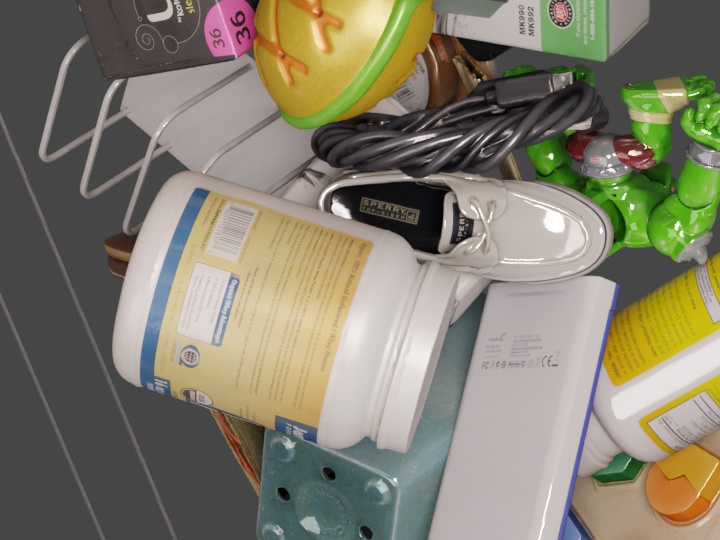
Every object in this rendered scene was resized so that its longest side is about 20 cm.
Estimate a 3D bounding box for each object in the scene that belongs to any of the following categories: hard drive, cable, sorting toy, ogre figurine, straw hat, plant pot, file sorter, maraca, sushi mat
[{"bbox_3d":[0.109,0.106,1.466,0.025,0.202,0.132,21,167,-29],"label":"hard drive"},{"bbox_3d":[0.060,-0.085,1.391,0.198,0.163,0.051,-8,104,17],"label":"cable"},{"bbox_3d":[0.187,0.176,1.528,0.200,0.036,0.186,31,89,47],"label":"sorting toy"},{"bbox_3d":[0.177,-0.073,1.470,0.198,0.098,0.121,6,111,25],"label":"ogre figurine"},{"bbox_3d":[-0.080,0.097,1.739,0.202,0.085,0.201,60,172,14],"label":"straw hat"},{"bbox_3d":[0.023,0.134,1.622,0.195,0.200,0.197,22,125,22],"label":"plant pot"},{"bbox_3d":[-0.127,-0.090,1.604,0.200,0.124,0.139,40,137,15],"label":"file sorter"},{"bbox_3d":[0.002,-0.175,1.373,0.106,0.138,0.200,18,134,-33],"label":"maraca"},{"bbox_3d":[0.112,-0.055,1.532,0.012,0.096,0.202,-22,105,-1],"label":"sushi mat"}]

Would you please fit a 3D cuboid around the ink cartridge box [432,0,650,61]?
[{"bbox_3d":[0.087,-0.231,1.415,0.198,0.084,0.147,12,124,27],"label":"ink cartridge box"}]

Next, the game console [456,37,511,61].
[{"bbox_3d":[0.100,-0.255,1.463,0.199,0.031,0.178,-30,96,42],"label":"game console"}]

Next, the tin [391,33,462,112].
[{"bbox_3d":[-0.012,-0.136,1.603,0.199,0.042,0.113,-25,95,41],"label":"tin"}]

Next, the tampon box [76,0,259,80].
[{"bbox_3d":[-0.101,-0.243,1.494,0.125,0.200,0.151,-5,113,36],"label":"tampon box"}]

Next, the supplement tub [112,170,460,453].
[{"bbox_3d":[-0.047,0.030,1.386,0.198,0.145,0.146,17,125,6],"label":"supplement tub"}]

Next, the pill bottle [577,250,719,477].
[{"bbox_3d":[0.220,0.063,1.471,0.199,0.104,0.105,-31,96,19],"label":"pill bottle"}]

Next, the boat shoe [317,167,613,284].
[{"bbox_3d":[0.068,-0.033,1.425,0.198,0.066,0.073,14,98,11],"label":"boat shoe"}]

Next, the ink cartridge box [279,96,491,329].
[{"bbox_3d":[0.000,0.000,1.512,0.145,0.200,0.084,41,169,9],"label":"ink cartridge box"}]

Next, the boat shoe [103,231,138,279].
[{"bbox_3d":[-0.121,0.007,1.733,0.198,0.070,0.071,7,115,31],"label":"boat shoe"}]
